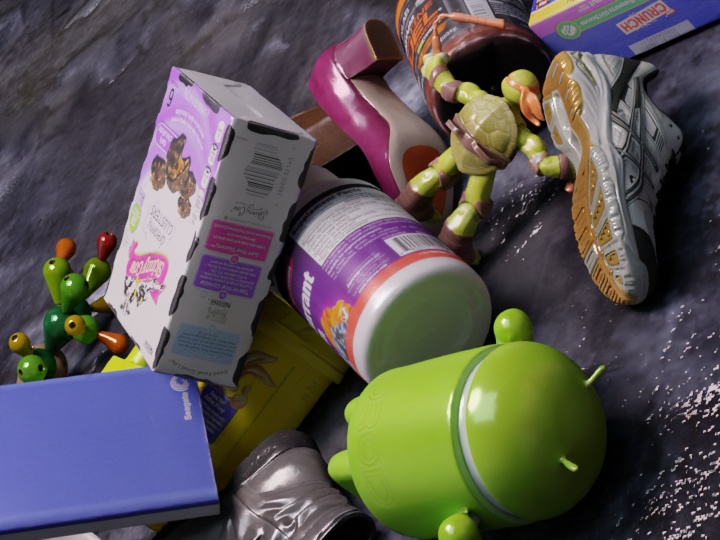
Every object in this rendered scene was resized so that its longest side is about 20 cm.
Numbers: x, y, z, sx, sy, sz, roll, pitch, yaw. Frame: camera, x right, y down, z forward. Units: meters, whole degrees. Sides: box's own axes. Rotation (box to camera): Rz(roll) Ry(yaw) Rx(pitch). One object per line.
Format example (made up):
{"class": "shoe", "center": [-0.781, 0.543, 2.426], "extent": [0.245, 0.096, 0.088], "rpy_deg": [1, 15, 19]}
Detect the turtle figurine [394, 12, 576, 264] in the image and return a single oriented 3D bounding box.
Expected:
{"class": "turtle figurine", "center": [0.099, -0.085, 1.443], "extent": [0.064, 0.200, 0.161], "rpy_deg": [-20, -36, -58]}

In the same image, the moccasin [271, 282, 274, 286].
{"class": "moccasin", "center": [-0.080, -0.012, 1.659], "extent": [0.200, 0.080, 0.068], "rpy_deg": [-29, 38, 58]}

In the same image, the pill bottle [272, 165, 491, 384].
{"class": "pill bottle", "center": [0.000, 0.000, 1.443], "extent": [0.111, 0.111, 0.200], "rpy_deg": [-49, 43, 2]}

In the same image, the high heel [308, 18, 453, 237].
{"class": "high heel", "center": [0.015, -0.099, 1.583], "extent": [0.096, 0.067, 0.200], "rpy_deg": [-38, 58, 46]}

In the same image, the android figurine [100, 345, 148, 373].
{"class": "android figurine", "center": [-0.213, 0.143, 1.683], "extent": [0.182, 0.041, 0.200], "rpy_deg": [10, 64, 57]}

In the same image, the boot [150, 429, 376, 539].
{"class": "boot", "center": [-0.085, 0.217, 1.405], "extent": [0.200, 0.070, 0.132], "rpy_deg": [-50, 34, 10]}

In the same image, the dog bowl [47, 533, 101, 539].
{"class": "dog bowl", "center": [-0.267, 0.226, 1.503], "extent": [0.079, 0.200, 0.200], "rpy_deg": [-54, 30, -2]}

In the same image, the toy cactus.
{"class": "toy cactus", "center": [-0.276, 0.066, 1.817], "extent": [0.200, 0.102, 0.165], "rpy_deg": [-84, 19, -53]}

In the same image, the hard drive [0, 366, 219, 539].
{"class": "hard drive", "center": [-0.212, 0.135, 1.430], "extent": [0.200, 0.025, 0.132], "rpy_deg": [-7, 49, -9]}

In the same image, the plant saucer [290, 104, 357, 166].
{"class": "plant saucer", "center": [-0.072, -0.101, 1.682], "extent": [0.200, 0.035, 0.200], "rpy_deg": [-27, 11, 6]}

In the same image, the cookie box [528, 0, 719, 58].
{"class": "cookie box", "center": [0.229, -0.267, 1.507], "extent": [0.171, 0.075, 0.200], "rpy_deg": [-21, 41, 39]}

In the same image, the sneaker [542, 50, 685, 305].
{"class": "sneaker", "center": [0.190, -0.070, 1.342], "extent": [0.076, 0.088, 0.200], "rpy_deg": [114, 151, -58]}

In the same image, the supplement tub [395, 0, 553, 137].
{"class": "supplement tub", "center": [0.088, -0.189, 1.582], "extent": [0.107, 0.107, 0.200], "rpy_deg": [-42, 30, 15]}

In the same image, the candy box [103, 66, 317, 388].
{"class": "candy box", "center": [-0.119, -0.035, 1.475], "extent": [0.168, 0.071, 0.200], "rpy_deg": [42, 116, 62]}

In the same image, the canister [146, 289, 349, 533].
{"class": "canister", "center": [-0.111, 0.110, 1.538], "extent": [0.200, 0.087, 0.149], "rpy_deg": [-53, 31, -1]}

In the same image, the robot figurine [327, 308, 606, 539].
{"class": "robot figurine", "center": [0.073, 0.110, 1.255], "extent": [0.200, 0.116, 0.176], "rpy_deg": [-17, 45, 44]}
